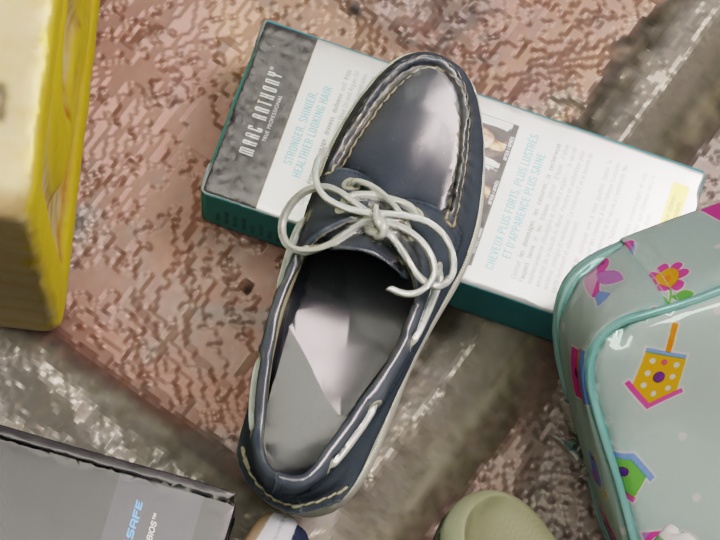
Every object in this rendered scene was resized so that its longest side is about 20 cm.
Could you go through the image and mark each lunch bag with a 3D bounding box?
[{"bbox_3d":[0.177,0.049,1.153,0.199,0.077,0.161,-19,117,-5],"label":"lunch bag"}]

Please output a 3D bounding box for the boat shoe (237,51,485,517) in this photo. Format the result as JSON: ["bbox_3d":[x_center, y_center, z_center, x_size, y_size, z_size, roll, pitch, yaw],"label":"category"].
[{"bbox_3d":[0.000,0.000,1.142,0.075,0.062,0.201,23,78,6],"label":"boat shoe"}]

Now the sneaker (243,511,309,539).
[{"bbox_3d":[-0.019,0.203,1.132,0.108,0.070,0.201,13,82,6],"label":"sneaker"}]

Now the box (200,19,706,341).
[{"bbox_3d":[0.038,-0.031,1.209,0.199,0.049,0.083,20,75,2],"label":"box"}]

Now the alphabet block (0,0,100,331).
[{"bbox_3d":[-0.212,-0.098,1.142,0.199,0.195,0.197,6,77,0],"label":"alphabet block"}]

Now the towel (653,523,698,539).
[{"bbox_3d":[0.122,0.213,1.055,0.152,0.023,0.200,31,96,23],"label":"towel"}]

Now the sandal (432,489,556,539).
[{"bbox_3d":[0.107,0.164,1.111,0.201,0.057,0.080,49,36,4],"label":"sandal"}]

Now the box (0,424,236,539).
[{"bbox_3d":[-0.168,0.156,1.094,0.198,0.050,0.201,17,76,-1],"label":"box"}]
